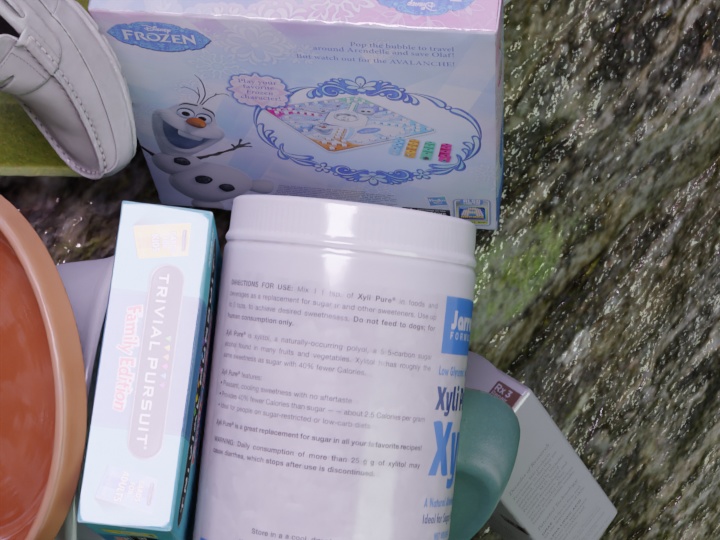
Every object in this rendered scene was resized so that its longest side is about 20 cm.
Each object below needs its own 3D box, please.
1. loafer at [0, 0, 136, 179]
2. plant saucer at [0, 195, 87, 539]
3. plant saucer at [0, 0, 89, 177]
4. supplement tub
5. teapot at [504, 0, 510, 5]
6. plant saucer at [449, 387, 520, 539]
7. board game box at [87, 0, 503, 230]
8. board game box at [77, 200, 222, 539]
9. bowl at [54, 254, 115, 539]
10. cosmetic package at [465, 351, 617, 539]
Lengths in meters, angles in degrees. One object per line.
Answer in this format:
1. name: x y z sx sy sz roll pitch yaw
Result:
1. loafer: -0.170 -0.114 0.793 0.070 0.069 0.201 -53 131 -28
2. plant saucer: -0.199 0.054 0.842 0.032 0.199 0.202 -5 117 -48
3. plant saucer: -0.203 -0.148 0.832 0.199 0.048 0.202 -3 115 -44
4. supplement tub: -0.013 0.070 0.858 0.131 0.131 0.203 8 88 -46
5. teapot: 0.005 -0.182 0.909 0.199 0.197 0.147 30 86 -16
6. plant saucer: 0.008 0.141 1.002 0.198 0.036 0.201 -16 147 -11
7. board game box: -0.024 -0.091 0.895 0.199 0.197 0.044 81 15 -65
8. board game box: -0.101 0.066 0.884 0.200 0.046 0.153 98 -2 -77
9. bowl: -0.173 0.083 0.937 0.201 0.089 0.204 6 90 -86
10. cosmetic package: 0.106 0.140 1.264 0.074 0.101 0.200 -51 137 -10
